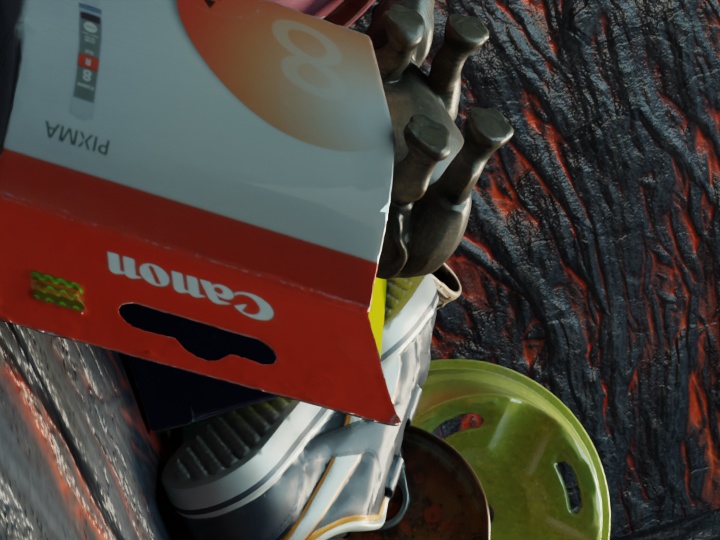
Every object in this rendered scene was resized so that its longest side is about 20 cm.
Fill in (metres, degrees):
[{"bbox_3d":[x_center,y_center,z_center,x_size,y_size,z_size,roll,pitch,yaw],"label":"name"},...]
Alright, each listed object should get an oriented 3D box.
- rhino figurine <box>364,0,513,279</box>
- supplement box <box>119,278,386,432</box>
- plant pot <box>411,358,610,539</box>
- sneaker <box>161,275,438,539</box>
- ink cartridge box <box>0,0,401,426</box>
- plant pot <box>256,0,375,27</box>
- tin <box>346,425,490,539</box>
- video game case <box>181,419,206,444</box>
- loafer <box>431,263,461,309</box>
[{"bbox_3d":[0.018,-0.074,0.906,0.201,0.059,0.088,-95,-153,-52],"label":"rhino figurine"},{"bbox_3d":[-0.053,-0.024,0.969,0.200,0.108,0.110,-83,157,-68],"label":"supplement box"},{"bbox_3d":[0.064,0.143,1.198,0.184,0.198,0.202,108,-34,-81],"label":"plant pot"},{"bbox_3d":[-0.017,0.076,0.960,0.200,0.078,0.080,-46,118,-44],"label":"sneaker"},{"bbox_3d":[-0.060,-0.043,0.768,0.050,0.161,0.201,-58,-152,30],"label":"ink cartridge box"},{"bbox_3d":[-0.076,-0.177,0.930,0.179,0.198,0.202,-59,135,-63],"label":"plant pot"},{"bbox_3d":[0.006,0.170,0.964,0.042,0.111,0.202,87,5,-62],"label":"tin"},{"bbox_3d":[-0.056,0.133,1.057,0.144,0.018,0.201,-102,175,-54],"label":"video game case"},{"bbox_3d":[0.009,-0.034,1.316,0.200,0.062,0.072,59,22,-51],"label":"loafer"}]
